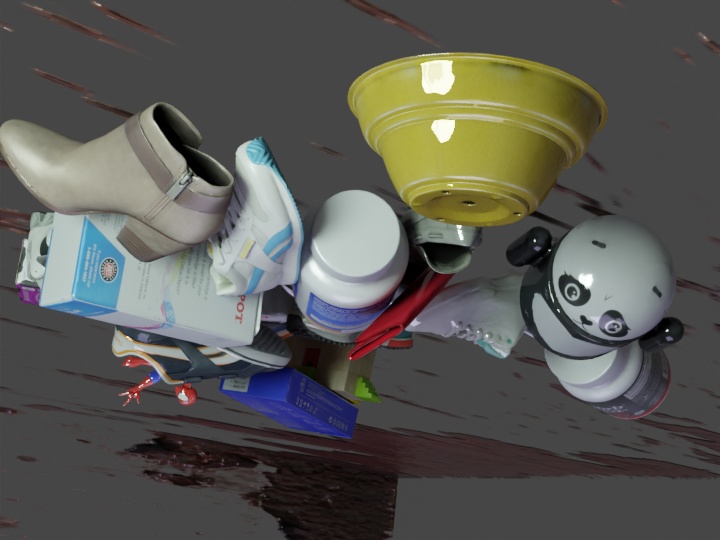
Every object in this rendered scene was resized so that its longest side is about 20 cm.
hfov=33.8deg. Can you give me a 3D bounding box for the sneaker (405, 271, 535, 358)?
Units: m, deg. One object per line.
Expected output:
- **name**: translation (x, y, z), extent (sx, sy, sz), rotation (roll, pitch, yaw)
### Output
- **sneaker**: translation (0.131, 0.056, 1.291), extent (0.199, 0.089, 0.075), rotation (-9, 169, -34)

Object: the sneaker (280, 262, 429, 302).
- **sneaker**: translation (0.000, 0.000, 1.306), extent (0.199, 0.074, 0.079), rotation (9, 149, -18)

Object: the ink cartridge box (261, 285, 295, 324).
- **ink cartridge box**: translation (-0.186, 0.000, 1.330), extent (0.145, 0.085, 0.200), rotation (-6, 159, 39)

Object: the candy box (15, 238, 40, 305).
- **candy box**: translation (-0.326, 0.018, 1.491), extent (0.199, 0.061, 0.136), rotation (9, 167, -11)

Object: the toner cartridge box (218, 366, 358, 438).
- **toner cartridge box**: translation (-0.085, 0.161, 1.469), extent (0.094, 0.043, 0.200), rotation (7, 163, 26)

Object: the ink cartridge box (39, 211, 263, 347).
- **ink cartridge box**: translation (-0.194, -0.015, 1.153), extent (0.199, 0.146, 0.084), rotation (17, 162, -35)

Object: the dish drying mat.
- **dish drying mat**: translation (0.055, 0.026, 1.187), extent (0.077, 0.018, 0.200), rotation (-33, -175, 36)

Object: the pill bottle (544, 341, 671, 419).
- **pill bottle**: translation (0.313, 0.117, 1.505), extent (0.115, 0.117, 0.200), rotation (-3, 162, 31)

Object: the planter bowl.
- **planter bowl**: translation (0.085, -0.085, 0.901), extent (0.199, 0.084, 0.200), rotation (5, 166, 1)

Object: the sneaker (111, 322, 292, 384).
- **sneaker**: translation (-0.172, 0.080, 1.270), extent (0.199, 0.080, 0.079), rotation (22, -159, -30)

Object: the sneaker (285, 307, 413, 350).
- **sneaker**: translation (-0.008, 0.039, 1.378), extent (0.070, 0.094, 0.199), rotation (7, 179, 44)

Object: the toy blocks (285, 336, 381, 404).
- **toy blocks**: translation (-0.052, 0.090, 1.534), extent (0.199, 0.138, 0.100), rotation (1, 161, 36)

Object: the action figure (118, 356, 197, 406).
- **action figure**: translation (-0.265, 0.081, 1.400), extent (0.099, 0.201, 0.065), rotation (-30, -175, -17)

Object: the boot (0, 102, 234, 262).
- **boot**: translation (-0.202, -0.094, 1.006), extent (0.200, 0.070, 0.146), rotation (38, 134, -12)

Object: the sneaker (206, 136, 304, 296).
- **sneaker**: translation (-0.099, -0.038, 1.064), extent (0.080, 0.077, 0.200), rotation (-17, 149, -14)

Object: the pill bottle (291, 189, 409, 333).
- **pill bottle**: translation (-0.011, -0.010, 1.166), extent (0.111, 0.113, 0.200), rotation (7, 165, -4)

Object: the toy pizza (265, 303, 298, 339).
- **toy pizza**: translation (-0.122, 0.066, 1.453), extent (0.199, 0.032, 0.200), rotation (-16, -168, 3)

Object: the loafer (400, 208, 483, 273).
- **loafer**: translation (0.076, -0.030, 1.133), extent (0.069, 0.070, 0.200), rotation (4, 166, -5)

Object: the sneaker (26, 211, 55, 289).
- **sneaker**: translation (-0.304, -0.017, 1.249), extent (0.074, 0.089, 0.200), rotation (17, 170, -27)

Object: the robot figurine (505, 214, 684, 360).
- **robot figurine**: translation (0.227, 0.021, 1.158), extent (0.149, 0.126, 0.200), rotation (-5, 167, -10)
